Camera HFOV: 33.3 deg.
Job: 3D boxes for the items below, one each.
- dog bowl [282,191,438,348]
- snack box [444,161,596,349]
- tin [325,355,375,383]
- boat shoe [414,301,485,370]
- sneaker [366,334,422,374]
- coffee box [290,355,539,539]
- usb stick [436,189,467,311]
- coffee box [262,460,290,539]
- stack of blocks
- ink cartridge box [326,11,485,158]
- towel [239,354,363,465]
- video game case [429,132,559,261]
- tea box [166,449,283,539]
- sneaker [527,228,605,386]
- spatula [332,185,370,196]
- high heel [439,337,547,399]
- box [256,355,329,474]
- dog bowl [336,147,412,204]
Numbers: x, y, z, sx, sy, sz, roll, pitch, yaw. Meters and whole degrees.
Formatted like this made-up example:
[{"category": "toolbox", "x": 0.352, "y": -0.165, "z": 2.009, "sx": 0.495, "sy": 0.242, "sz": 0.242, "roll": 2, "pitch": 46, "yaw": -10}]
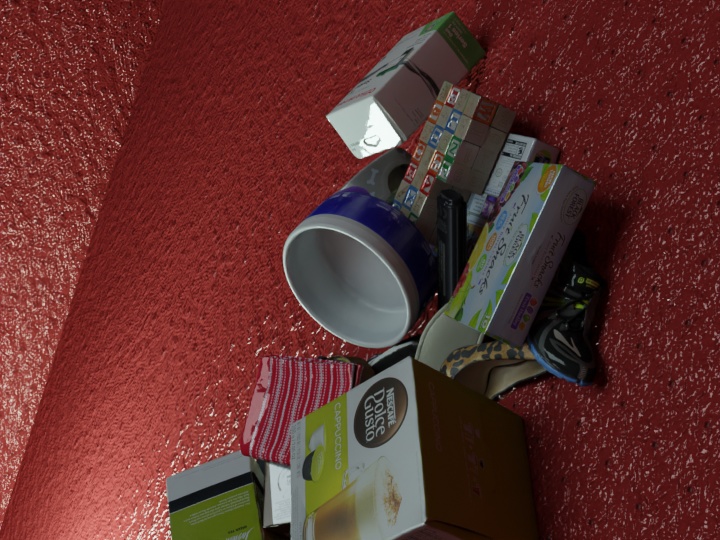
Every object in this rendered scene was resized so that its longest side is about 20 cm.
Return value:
[{"category": "dog bowl", "x": 0.000, "y": 0.000, "z": 1.580, "sx": 0.079, "sy": 0.200, "sz": 0.200, "roll": -48, "pitch": 9, "yaw": -38}, {"category": "snack box", "x": 0.177, "y": -0.022, "z": 1.361, "sx": 0.202, "sy": 0.053, "sz": 0.142, "roll": -65, "pitch": 17, "yaw": 0}, {"category": "tin", "x": -0.011, "y": 0.211, "z": 1.579, "sx": 0.112, "sy": 0.041, "sz": 0.202, "roll": -27, "pitch": 66, "yaw": 54}, {"category": "boat shoe", "x": 0.106, "y": 0.117, "z": 1.514, "sx": 0.202, "sy": 0.072, "sz": 0.063, "roll": -64, "pitch": -18, "yaw": 7}, {"category": "sneaker", "x": 0.034, "y": 0.138, "z": 1.638, "sx": 0.200, "sy": 0.080, "sz": 0.087, "roll": -39, "pitch": 21, "yaw": 34}, {"category": "coffee box", "x": 0.058, "y": 0.250, "z": 1.334, "sx": 0.197, "sy": 0.199, "sz": 0.201, "roll": -32, "pitch": 44, "yaw": 32}, {"category": "usb stick", "x": 0.116, "y": -0.001, "z": 1.520, "sx": 0.055, "sy": 0.032, "sz": 0.202, "roll": -129, "pitch": 33, "yaw": -63}, {"category": "coffee box", "x": -0.074, "y": 0.265, "z": 1.654, "sx": 0.079, "sy": 0.114, "sz": 0.202, "roll": -13, "pitch": 58, "yaw": 22}, {"category": "stack of blocks", "x": 0.116, "y": -0.135, "z": 1.569, "sx": 0.202, "sy": 0.058, "sz": 0.115, "roll": -67, "pitch": 26, "yaw": 10}, {"category": "ink cartridge box", "x": 0.064, "y": -0.265, "z": 1.738, "sx": 0.200, "sy": 0.085, "sz": 0.146, "roll": -48, "pitch": 17, "yaw": -25}, {"category": "towel", "x": -0.083, "y": 0.185, "z": 1.589, "sx": 0.199, "sy": 0.022, "sz": 0.146, "roll": 0, "pitch": 72, "yaw": 48}, {"category": "video game case", "x": 0.161, "y": -0.090, "z": 1.570, "sx": 0.200, "sy": 0.045, "sz": 0.183, "roll": 28, "pitch": 98, "yaw": 64}, {"category": "tea box", "x": -0.171, "y": 0.399, "z": 1.686, "sx": 0.132, "sy": 0.201, "sz": 0.198, "roll": -20, "pitch": 40, "yaw": 3}, {"category": "sneaker", "x": 0.228, "y": 0.035, "z": 1.329, "sx": 0.083, "sy": 0.070, "sz": 0.201, "roll": -51, "pitch": 29, "yaw": 46}, {"category": "spatula", "x": 0.039, "y": -0.039, "z": 1.618, "sx": 0.056, "sy": 0.200, "sz": 0.021, "roll": -20, "pitch": 39, "yaw": 35}, {"category": "high heel", "x": 0.151, "y": 0.136, "z": 1.407, "sx": 0.201, "sy": 0.071, "sz": 0.143, "roll": -57, "pitch": 22, "yaw": 9}, {"category": "box", "x": -0.095, "y": 0.261, "z": 1.836, "sx": 0.200, "sy": 0.049, "sz": 0.200, "roll": -40, "pitch": 41, "yaw": 46}, {"category": "dog bowl", "x": 0.012, "y": -0.095, "z": 1.712, "sx": 0.200, "sy": 0.059, "sz": 0.200, "roll": -42, "pitch": -7, "yaw": -6}]
